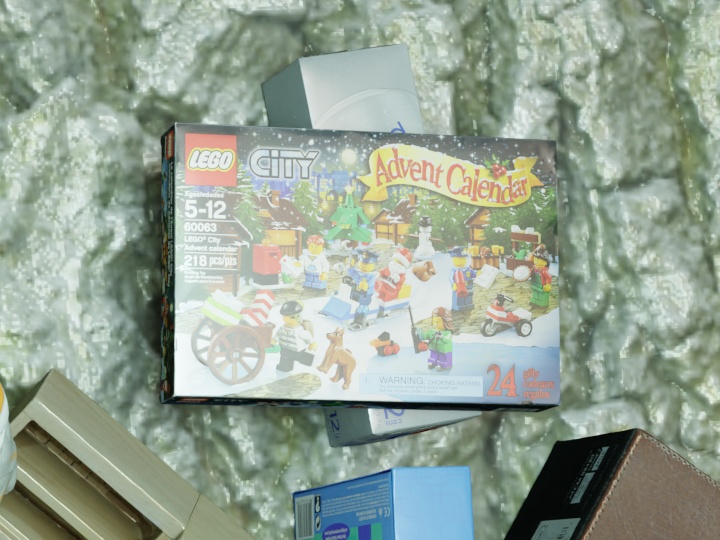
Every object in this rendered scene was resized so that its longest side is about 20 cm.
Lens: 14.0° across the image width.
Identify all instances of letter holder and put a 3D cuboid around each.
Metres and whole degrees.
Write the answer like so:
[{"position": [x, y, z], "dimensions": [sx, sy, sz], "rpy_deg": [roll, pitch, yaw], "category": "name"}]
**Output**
[{"position": [0.132, 0.206, 1.525], "dimensions": [0.142, 0.101, 0.200], "rpy_deg": [35, 72, -14], "category": "letter holder"}]

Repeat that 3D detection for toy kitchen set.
[{"position": [-0.152, 0.196, 1.400], "dimensions": [0.180, 0.200, 0.163], "rpy_deg": [42, 112, -9], "category": "toy kitchen set"}]

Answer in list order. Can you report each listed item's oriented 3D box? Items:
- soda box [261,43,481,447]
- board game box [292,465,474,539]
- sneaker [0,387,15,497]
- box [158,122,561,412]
[{"position": [0.005, -0.013, 1.529], "dimensions": [0.063, 0.068, 0.200], "rpy_deg": [-9, 84, -21], "category": "soda box"}, {"position": [0.013, 0.202, 1.454], "dimensions": [0.045, 0.152, 0.200], "rpy_deg": [1, 82, -20], "category": "board game box"}, {"position": [-0.215, 0.141, 1.337], "dimensions": [0.076, 0.092, 0.200], "rpy_deg": [25, 67, 25], "category": "sneaker"}, {"position": [0.000, 0.000, 1.470], "dimensions": [0.200, 0.038, 0.137], "rpy_deg": [2, 82, -15], "category": "box"}]
